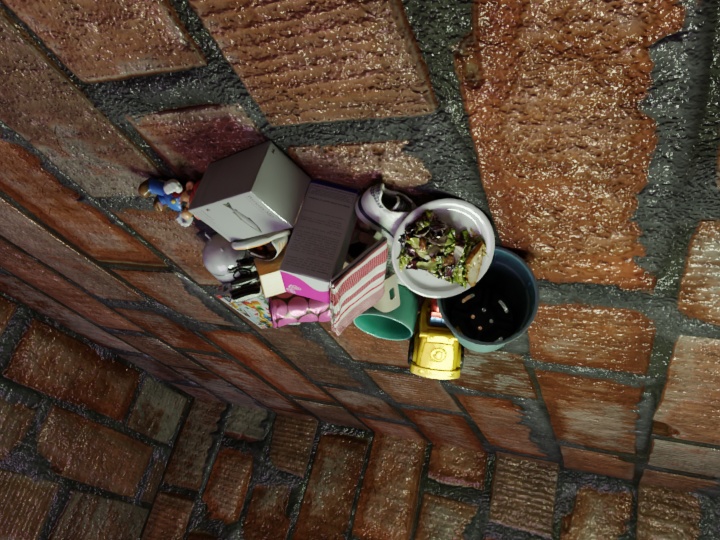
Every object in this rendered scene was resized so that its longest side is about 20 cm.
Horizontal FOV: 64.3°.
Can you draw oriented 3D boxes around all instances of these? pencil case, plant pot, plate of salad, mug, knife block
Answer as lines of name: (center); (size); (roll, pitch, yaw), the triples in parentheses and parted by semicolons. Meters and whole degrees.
pencil case: (-0.123, 0.089, 1.372); (0.196, 0.092, 0.094); (-4, 149, -17)
plant pot: (0.259, 0.079, 1.198); (0.196, 0.204, 0.197); (10, 162, 13)
plate of salad: (0.155, -0.033, 1.063); (0.196, 0.048, 0.204); (-2, 117, -4)
mug: (0.058, 0.091, 1.415); (0.151, 0.116, 0.184); (31, 152, -29)
knife block: (-0.194, 0.017, 1.276); (0.197, 0.176, 0.065); (13, 133, 24)

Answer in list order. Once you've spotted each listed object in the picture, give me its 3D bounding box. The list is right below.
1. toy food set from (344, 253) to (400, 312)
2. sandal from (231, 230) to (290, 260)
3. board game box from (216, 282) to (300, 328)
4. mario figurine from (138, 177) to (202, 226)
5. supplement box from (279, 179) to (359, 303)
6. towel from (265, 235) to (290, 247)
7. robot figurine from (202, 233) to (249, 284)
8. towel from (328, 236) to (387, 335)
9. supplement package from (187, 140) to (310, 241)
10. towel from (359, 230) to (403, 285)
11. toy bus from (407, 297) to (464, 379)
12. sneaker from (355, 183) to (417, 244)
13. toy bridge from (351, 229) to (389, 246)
toy food set: (0.000, 0.000, 1.284); (0.198, 0.061, 0.144); (33, 159, 24)
sandal: (-0.217, -0.049, 1.240); (0.078, 0.060, 0.206); (-1, -168, 18)
board game box: (-0.251, 0.086, 1.438); (0.124, 0.035, 0.200); (-9, 148, 25)
mario figurine: (-0.389, -0.142, 1.216); (0.197, 0.108, 0.123); (9, -170, 32)
supplement box: (-0.074, -0.055, 1.095); (0.101, 0.203, 0.102); (13, 155, 5)
towel: (-0.167, -0.019, 1.375); (0.197, 0.023, 0.145); (-2, 124, 35)
robot figurine: (-0.314, -0.020, 1.416); (0.168, 0.114, 0.201); (22, 160, 30)
towel: (-0.001, 0.035, 1.099); (0.023, 0.144, 0.201); (41, 157, 21)
supplement package: (-0.213, -0.146, 1.096); (0.198, 0.119, 0.117); (-8, 144, 41)
towel: (0.099, -0.017, 1.265); (0.197, 0.035, 0.193); (20, 155, -5)
toy bus: (0.188, 0.131, 1.392); (0.133, 0.201, 0.195); (5, 122, 5)
sneaker: (0.086, -0.093, 1.084); (0.198, 0.078, 0.080); (27, 142, -25)
toy bridge: (-0.024, -0.069, 1.200); (0.197, 0.028, 0.067); (18, -156, 31)
